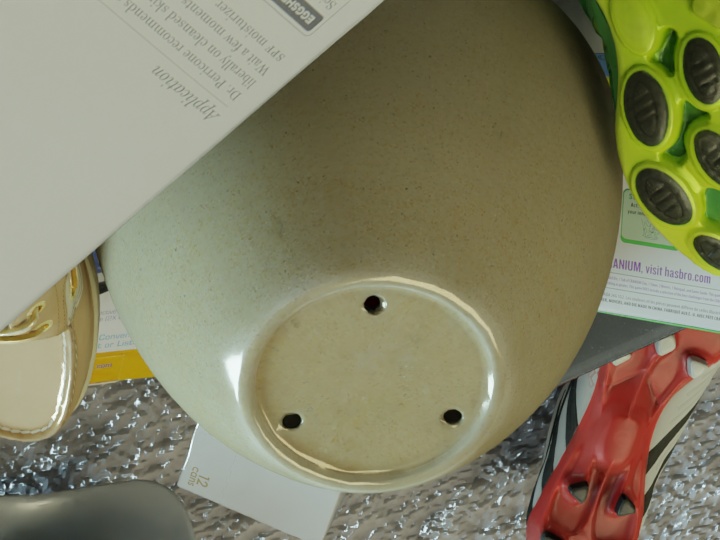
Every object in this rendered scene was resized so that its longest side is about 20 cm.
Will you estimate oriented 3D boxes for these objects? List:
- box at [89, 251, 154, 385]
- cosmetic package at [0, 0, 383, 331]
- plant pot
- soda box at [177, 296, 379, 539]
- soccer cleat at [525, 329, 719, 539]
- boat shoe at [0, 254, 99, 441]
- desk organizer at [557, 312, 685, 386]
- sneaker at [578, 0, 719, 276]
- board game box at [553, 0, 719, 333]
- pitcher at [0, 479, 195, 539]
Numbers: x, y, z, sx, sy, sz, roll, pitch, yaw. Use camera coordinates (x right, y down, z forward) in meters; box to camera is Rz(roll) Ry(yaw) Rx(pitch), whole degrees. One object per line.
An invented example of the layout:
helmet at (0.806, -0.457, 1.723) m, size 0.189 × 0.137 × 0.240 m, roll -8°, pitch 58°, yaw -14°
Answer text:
box at (-0.094, -0.040, 1.087) m, size 0.118 × 0.042 × 0.201 m, roll -5°, pitch 131°, yaw -26°
cosmetic package at (-0.123, -0.112, 0.870) m, size 0.200 × 0.200 × 0.123 m, roll -39°, pitch 139°, yaw 11°
plant pot at (0.000, 0.000, 1.001) m, size 0.199 × 0.135 × 0.201 m, roll -1°, pitch 125°, yaw -2°
soda box at (-0.011, 0.008, 1.136) m, size 0.068 × 0.064 × 0.201 m, roll 22°, pitch 122°, yaw 4°
soccer cleat at (0.125, 0.048, 1.289) m, size 0.068 × 0.085 × 0.201 m, roll 20°, pitch 99°, yaw -10°
boat shoe at (-0.137, -0.009, 1.017) m, size 0.073 × 0.069 × 0.201 m, roll -2°, pitch 128°, yaw 6°
desk organizer at (0.089, -0.005, 1.198) m, size 0.199 × 0.077 × 0.072 m, roll -25°, pitch 108°, yaw 18°
sneaker at (0.111, -0.096, 1.004) m, size 0.074 × 0.201 × 0.084 m, roll -22°, pitch -174°, yaw 20°
board game box at (0.143, -0.074, 1.076) m, size 0.152 × 0.040 × 0.201 m, roll 10°, pitch 116°, yaw 17°
pitcher at (-0.161, 0.182, 1.230) m, size 0.170 × 0.122 × 0.201 m, roll 8°, pitch 129°, yaw 0°
